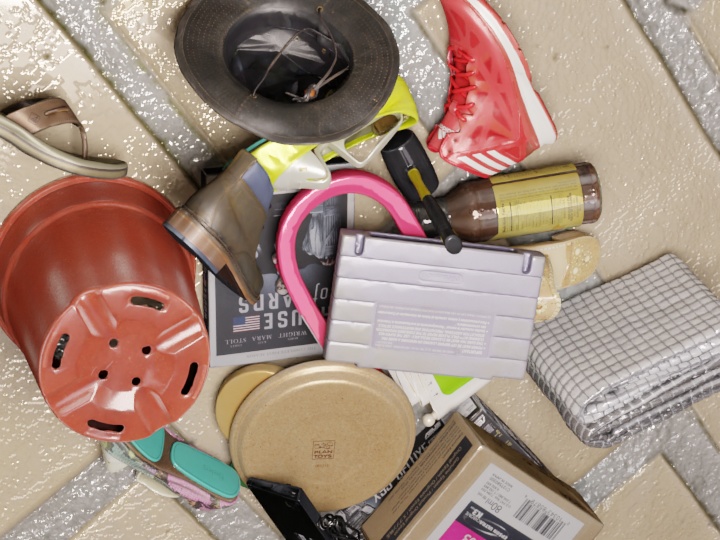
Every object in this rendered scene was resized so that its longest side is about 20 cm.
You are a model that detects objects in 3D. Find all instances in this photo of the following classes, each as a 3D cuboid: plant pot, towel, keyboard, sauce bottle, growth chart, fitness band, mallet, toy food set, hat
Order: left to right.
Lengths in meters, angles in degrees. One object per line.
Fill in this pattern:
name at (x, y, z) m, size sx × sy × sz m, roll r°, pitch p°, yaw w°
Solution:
plant pot at (-0.224, 0.042, 1.380) m, size 0.198 × 0.195 × 0.203 m, roll -7°, pitch 115°, yaw -15°
hat at (-0.067, -0.178, 1.387) m, size 0.198 × 0.203 × 0.081 m, roll -13°, pitch 156°, yaw -13°
toy food set at (-0.041, 0.168, 1.573) m, size 0.197 × 0.049 × 0.200 m, roll -14°, pitch 124°, yaw 0°
keyboard at (-0.036, 0.270, 1.596) m, size 0.040 × 0.103 × 0.201 m, roll -57°, pitch 141°, yaw -26°
fitness band at (0.000, 0.000, 1.489) m, size 0.143 × 0.037 × 0.201 m, roll -30°, pitch 112°, yaw -3°
mallet at (0.066, -0.059, 1.435) m, size 0.041 × 0.201 × 0.066 m, roll -28°, pitch 126°, yaw 3°
growth chart at (0.074, 0.060, 1.582) m, size 0.145 × 0.018 × 0.201 m, roll -42°, pitch 120°, yaw -10°
sauce bottle at (0.136, -0.063, 1.532) m, size 0.197 × 0.065 × 0.066 m, roll -8°, pitch 116°, yaw -5°
towel at (0.277, 0.082, 1.591) m, size 0.198 × 0.166 × 0.086 m, roll -26°, pitch 123°, yaw -6°

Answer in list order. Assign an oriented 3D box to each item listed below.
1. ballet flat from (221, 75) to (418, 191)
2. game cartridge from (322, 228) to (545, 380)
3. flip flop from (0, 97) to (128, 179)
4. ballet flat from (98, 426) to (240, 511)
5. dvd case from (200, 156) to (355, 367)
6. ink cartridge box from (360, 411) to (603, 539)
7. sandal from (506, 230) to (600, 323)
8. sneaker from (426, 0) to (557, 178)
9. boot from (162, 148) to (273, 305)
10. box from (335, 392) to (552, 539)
ballet flat at (-0.031, -0.114, 1.431) m, size 0.199 × 0.067 × 0.067 m, roll -32°, pitch 77°, yaw -15°
game cartridge at (0.068, 0.035, 1.473) m, size 0.197 × 0.038 × 0.131 m, roll 7°, pitch 109°, yaw -9°
flip flop at (-0.288, -0.132, 1.356) m, size 0.198 × 0.081 × 0.058 m, roll 27°, pitch 88°, yaw -22°
ballet flat at (-0.206, 0.183, 1.531) m, size 0.071 × 0.070 × 0.200 m, roll -33°, pitch 123°, yaw 28°
dvd case at (-0.079, -0.007, 1.506) m, size 0.148 × 0.025 × 0.203 m, roll -6°, pitch 114°, yaw -17°
ink cartridge box at (0.128, 0.267, 1.615) m, size 0.199 × 0.075 × 0.165 m, roll 34°, pitch 99°, yaw -30°
sandal at (0.179, 0.015, 1.536) m, size 0.210 × 0.069 × 0.079 m, roll -22°, pitch 122°, yaw -36°
sneaker at (0.101, -0.168, 1.468) m, size 0.115 × 0.078 × 0.201 m, roll -36°, pitch 118°, yaw -2°
boot at (-0.102, -0.035, 1.393) m, size 0.097 × 0.074 × 0.200 m, roll -50°, pitch 162°, yaw -5°
box at (0.097, 0.248, 1.667) m, size 0.200 × 0.050 × 0.158 m, roll -44°, pitch 120°, yaw 4°
